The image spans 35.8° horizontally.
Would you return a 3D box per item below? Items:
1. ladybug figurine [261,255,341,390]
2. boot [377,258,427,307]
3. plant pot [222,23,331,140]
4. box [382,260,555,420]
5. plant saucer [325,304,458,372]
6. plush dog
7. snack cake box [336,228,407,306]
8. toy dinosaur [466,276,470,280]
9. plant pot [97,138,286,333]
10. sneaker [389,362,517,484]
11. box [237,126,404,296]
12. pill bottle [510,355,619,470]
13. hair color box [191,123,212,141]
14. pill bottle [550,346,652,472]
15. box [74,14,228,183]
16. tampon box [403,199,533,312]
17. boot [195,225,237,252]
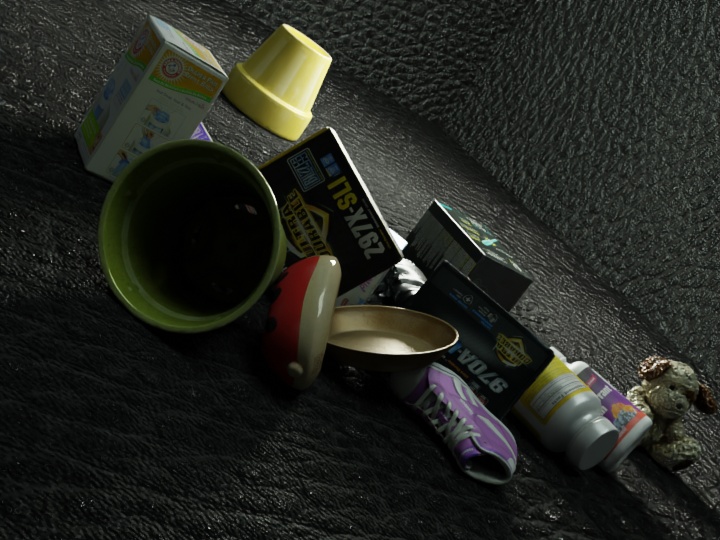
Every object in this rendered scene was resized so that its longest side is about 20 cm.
[{"bbox_3d":[-0.069,0.055,1.280,0.071,0.137,0.200,13,29,-1],"label":"ladybug figurine"},{"bbox_3d":[0.113,0.056,1.819,0.198,0.074,0.163,30,13,-24],"label":"boot"},{"bbox_3d":[-0.166,-0.409,2.371,0.200,0.189,0.201,33,15,-10],"label":"plant pot"},{"bbox_3d":[0.140,0.110,1.517,0.200,0.159,0.046,41,-1,16],"label":"box"},{"bbox_3d":[0.026,0.090,1.433,0.198,0.036,0.200,4,15,-1],"label":"plant saucer"},{"bbox_3d":[0.547,0.243,2.036,0.199,0.172,0.161,29,16,-23],"label":"plush dog"},{"bbox_3d":[0.000,0.000,1.627,0.067,0.115,0.200,37,15,2],"label":"snack cake box"},{"bbox_3d":[0.166,0.100,1.621,0.135,0.202,0.102,19,20,40],"label":"toy dinosaur"},{"bbox_3d":[-0.163,-0.031,1.241,0.200,0.201,0.184,39,4,10],"label":"plant pot"},{"bbox_3d":[0.118,0.191,1.404,0.200,0.073,0.114,36,17,-2],"label":"sneaker"},{"bbox_3d":[-0.058,-0.063,1.463,0.201,0.159,0.049,61,6,0],"label":"box"},{"bbox_3d":[0.293,0.203,1.691,0.111,0.112,0.200,18,24,-52],"label":"pill bottle"},{"bbox_3d":[-0.246,-0.172,1.601,0.200,0.064,0.110,-123,-169,-51],"label":"hair color box"},{"bbox_3d":[0.358,0.218,1.794,0.200,0.112,0.111,41,15,20],"label":"pill bottle"},{"bbox_3d":[-0.278,-0.216,1.474,0.101,0.200,0.113,27,17,-33],"label":"box"},{"bbox_3d":[0.195,-0.010,2.093,0.149,0.127,0.200,24,20,-39],"label":"tampon box"},{"bbox_3d":[-0.160,-0.040,1.460,0.097,0.075,0.200,22,19,-37],"label":"boot"}]
